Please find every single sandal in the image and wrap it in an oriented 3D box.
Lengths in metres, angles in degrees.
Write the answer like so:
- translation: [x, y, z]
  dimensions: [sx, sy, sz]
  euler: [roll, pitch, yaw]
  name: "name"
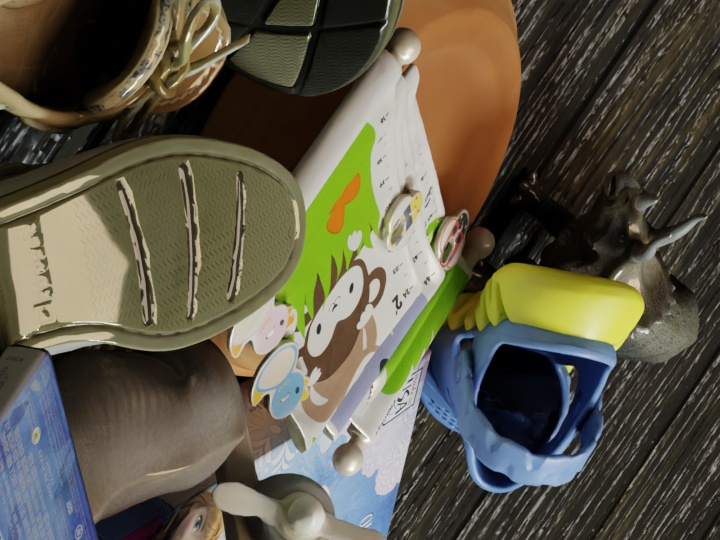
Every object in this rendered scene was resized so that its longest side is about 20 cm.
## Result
- translation: [-0.005, -0.148, 1.027]
  dimensions: [0.057, 0.080, 0.201]
  euler: [-44, 154, -54]
  name: "sandal"
- translation: [0.061, 0.054, 1.288]
  dimensions: [0.200, 0.079, 0.087]
  euler: [127, -24, -77]
  name: "sandal"

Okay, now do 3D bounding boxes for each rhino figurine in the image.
- translation: [-0.120, 0.064, 1.045]
  dimensions: [0.200, 0.087, 0.060]
  euler: [-27, 140, -45]
  name: "rhino figurine"

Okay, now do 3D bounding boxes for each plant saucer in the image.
- translation: [0.002, -0.040, 1.196]
  dimensions: [0.200, 0.037, 0.200]
  euler: [-40, 149, -30]
  name: "plant saucer"

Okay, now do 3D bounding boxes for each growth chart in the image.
- translation: [0.000, 0.000, 1.150]
  dimensions: [0.145, 0.018, 0.200]
  euler: [-61, 158, -19]
  name: "growth chart"

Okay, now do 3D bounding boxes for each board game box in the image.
- translation: [-0.062, 0.139, 1.277]
  dimensions: [0.199, 0.043, 0.200]
  euler: [-31, 143, -43]
  name: "board game box"

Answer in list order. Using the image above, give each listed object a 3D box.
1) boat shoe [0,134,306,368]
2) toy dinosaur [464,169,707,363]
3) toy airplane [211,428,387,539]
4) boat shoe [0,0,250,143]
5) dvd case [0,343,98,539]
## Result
- translation: [-0.108, -0.006, 0.987]
  dimensions: [0.200, 0.068, 0.075]
  euler: [-14, 108, -41]
  name: "boat shoe"
- translation: [0.114, 0.012, 1.372]
  dimensions: [0.077, 0.102, 0.200]
  euler: [-54, 153, -6]
  name: "toy dinosaur"
- translation: [-0.024, 0.177, 1.130]
  dimensions: [0.199, 0.141, 0.200]
  euler: [-90, 165, -50]
  name: "toy airplane"
- translation: [-0.094, -0.074, 0.963]
  dimensions: [0.200, 0.063, 0.073]
  euler: [2, 117, -61]
  name: "boat shoe"
- translation: [-0.130, 0.138, 0.909]
  dimensions: [0.200, 0.018, 0.143]
  euler: [-59, 149, -45]
  name: "dvd case"
